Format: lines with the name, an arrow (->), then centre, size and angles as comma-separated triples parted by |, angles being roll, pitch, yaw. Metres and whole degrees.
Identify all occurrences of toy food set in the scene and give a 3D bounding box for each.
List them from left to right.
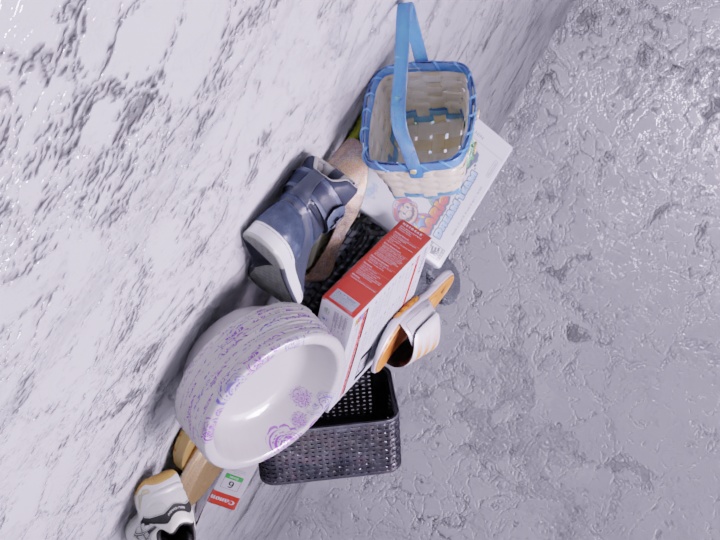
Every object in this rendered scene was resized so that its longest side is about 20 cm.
toy food set -> -0.217, 0.250, 1.444 | 0.199, 0.048, 0.200 | -63, 172, 24

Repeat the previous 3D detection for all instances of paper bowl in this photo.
paper bowl -> -0.123, 0.122, 1.191 | 0.200, 0.104, 0.201 | -30, 144, -25

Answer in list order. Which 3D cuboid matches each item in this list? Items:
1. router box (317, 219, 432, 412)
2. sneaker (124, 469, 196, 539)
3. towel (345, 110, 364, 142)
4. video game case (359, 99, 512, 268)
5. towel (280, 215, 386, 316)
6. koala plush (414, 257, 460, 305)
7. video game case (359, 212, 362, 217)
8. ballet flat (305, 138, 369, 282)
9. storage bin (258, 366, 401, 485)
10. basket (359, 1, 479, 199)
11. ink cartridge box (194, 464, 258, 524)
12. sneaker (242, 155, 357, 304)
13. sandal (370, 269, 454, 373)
router box -> 0.005, 0.060, 1.323 | 0.179, 0.049, 0.201 | -44, 160, -39
sneaker -> -0.255, 0.343, 1.338 | 0.075, 0.088, 0.201 | -22, 150, -25
towel -> -0.031, -0.120, 1.351 | 0.201, 0.018, 0.086 | -60, 173, 2
video game case -> 0.085, -0.135, 1.362 | 0.201, 0.182, 0.024 | -58, -161, -11
towel -> 0.000, 0.000, 1.431 | 0.166, 0.086, 0.200 | -51, 168, 19
koala plush -> 0.028, 0.006, 1.631 | 0.178, 0.199, 0.184 | -54, 140, -34
video game case -> 0.045, -0.159, 1.542 | 0.200, 0.019, 0.144 | -41, 143, -65
ballet flat -> -0.044, -0.068, 1.274 | 0.067, 0.068, 0.201 | -12, 128, -45
storage bin -> -0.048, 0.214, 1.446 | 0.135, 0.198, 0.094 | -102, -172, -60
basket -> 0.068, -0.191, 1.221 | 0.200, 0.138, 0.177 | 56, 35, -57
ink cartridge box -> -0.203, 0.310, 1.616 | 0.109, 0.050, 0.201 | -99, -147, -63
sneaker -> -0.064, -0.045, 1.193 | 0.146, 0.077, 0.203 | -54, 170, -19
sandal -> 0.088, 0.071, 1.389 | 0.207, 0.059, 0.079 | -44, 160, -39
